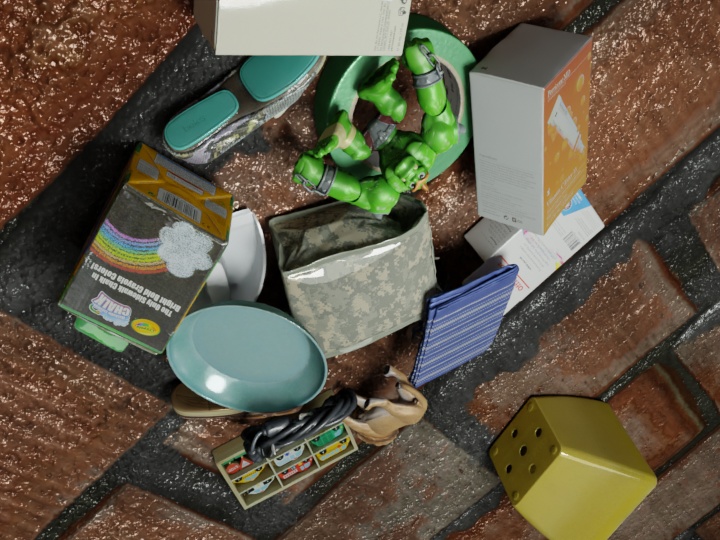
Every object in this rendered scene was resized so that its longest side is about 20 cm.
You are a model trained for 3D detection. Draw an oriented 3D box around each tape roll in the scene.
[{"bbox_3d":[0.045,-0.190,0.996,0.196,0.048,0.204,-14,130,-17],"label":"tape roll"}]

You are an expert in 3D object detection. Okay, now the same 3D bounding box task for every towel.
[{"bbox_3d":[0.135,0.075,1.155,0.143,0.024,0.202,-23,149,-21],"label":"towel"}]

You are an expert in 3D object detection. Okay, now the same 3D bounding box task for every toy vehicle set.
[{"bbox_3d":[-0.109,0.268,1.285,0.197,0.027,0.126,-27,132,-5],"label":"toy vehicle set"}]

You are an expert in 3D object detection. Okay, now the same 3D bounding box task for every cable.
[{"bbox_3d":[-0.080,0.199,1.141,0.161,0.052,0.200,-26,172,-8],"label":"cable"}]

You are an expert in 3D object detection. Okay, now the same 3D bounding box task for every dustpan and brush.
[{"bbox_3d":[-0.169,0.037,1.055,0.137,0.058,0.203,-19,133,-12],"label":"dustpan and brush"}]

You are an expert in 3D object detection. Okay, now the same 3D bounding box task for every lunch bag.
[{"bbox_3d":[0.000,0.000,1.067,0.196,0.119,0.166,-15,133,-4],"label":"lunch bag"}]

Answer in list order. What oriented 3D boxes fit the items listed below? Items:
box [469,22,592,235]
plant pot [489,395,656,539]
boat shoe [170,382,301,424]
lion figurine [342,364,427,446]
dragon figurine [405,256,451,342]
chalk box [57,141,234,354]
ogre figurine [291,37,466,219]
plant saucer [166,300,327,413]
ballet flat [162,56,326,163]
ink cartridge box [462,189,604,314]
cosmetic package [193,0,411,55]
[{"bbox_3d":[0.204,-0.167,1.027,0.124,0.096,0.203,-45,141,-33],"label":"box"},{"bbox_3d":[0.337,0.329,1.455,0.174,0.201,0.202,25,113,-25],"label":"plant pot"},{"bbox_3d":[-0.162,0.181,1.165,0.196,0.072,0.073,-7,130,-31],"label":"boat shoe"},{"bbox_3d":[0.041,0.202,1.226,0.121,0.074,0.199,29,152,-22],"label":"lion figurine"},{"bbox_3d":[0.111,0.044,1.200,0.097,0.059,0.203,-8,129,-20],"label":"dragon figurine"},{"bbox_3d":[-0.237,-0.007,0.926,0.123,0.125,0.201,29,112,-19],"label":"chalk box"},{"bbox_3d":[0.031,-0.142,0.935,0.119,0.098,0.201,38,88,-23],"label":"ogre figurine"},{"bbox_3d":[-0.135,0.099,1.043,0.195,0.036,0.203,4,135,4],"label":"plant saucer"},{"bbox_3d":[-0.119,-0.180,0.920,0.198,0.072,0.072,-33,133,1],"label":"ballet flat"},{"bbox_3d":[0.224,-0.041,1.184,0.199,0.068,0.115,-42,133,8],"label":"ink cartridge box"},{"bbox_3d":[-0.059,-0.264,0.850,0.196,0.106,0.072,-6,127,-24],"label":"cosmetic package"}]
